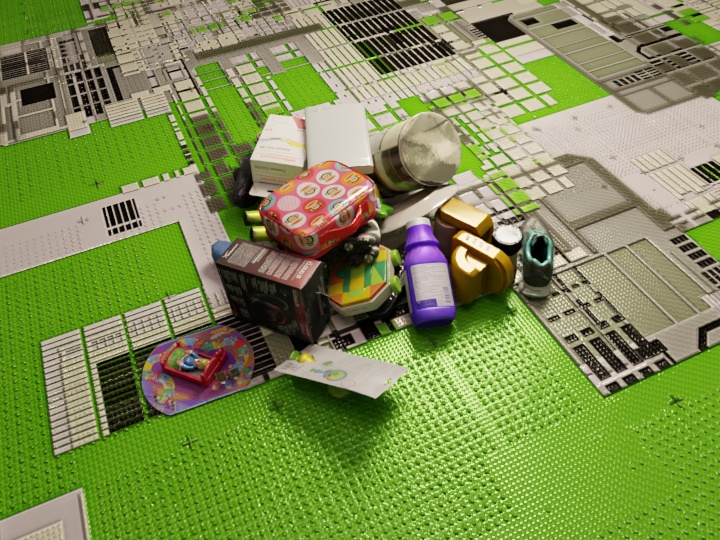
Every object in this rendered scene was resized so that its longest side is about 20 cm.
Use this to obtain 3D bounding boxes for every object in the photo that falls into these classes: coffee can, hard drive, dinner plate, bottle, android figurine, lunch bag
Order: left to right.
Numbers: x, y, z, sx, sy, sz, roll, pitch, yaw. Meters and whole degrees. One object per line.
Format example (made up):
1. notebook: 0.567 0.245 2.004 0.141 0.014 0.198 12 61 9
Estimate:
1. android figurine: -0.136 -0.092 1.332 0.199 0.041 0.182 -3 36 -25
2. lunch bag: -0.066 -0.110 1.173 0.200 0.082 0.176 -37 47 -25
3. hard drive: -0.048 -0.275 1.346 0.131 0.026 0.201 -5 52 -2
4. coffee can: 0.095 -0.236 1.346 0.146 0.147 0.200 -32 12 -24
5. dinner plate: 0.107 -0.132 1.311 0.200 0.024 0.200 -29 11 6
6. bottle: 0.121 0.003 1.186 0.083 0.065 0.201 -4 71 -12

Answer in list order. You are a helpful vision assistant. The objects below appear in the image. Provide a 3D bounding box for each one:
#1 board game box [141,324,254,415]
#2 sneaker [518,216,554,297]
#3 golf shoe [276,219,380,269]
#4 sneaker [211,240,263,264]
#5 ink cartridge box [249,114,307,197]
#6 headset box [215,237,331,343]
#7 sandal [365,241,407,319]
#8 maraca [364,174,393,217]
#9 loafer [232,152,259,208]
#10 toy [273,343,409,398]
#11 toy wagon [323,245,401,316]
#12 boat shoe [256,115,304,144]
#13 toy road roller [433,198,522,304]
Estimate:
1. board game box: -0.289 0.159 1.130 0.199 0.039 0.158 -18 48 -13
2. sneaker: 0.347 -0.045 1.249 0.077 0.091 0.201 3 46 6
3. golf shoe: -0.058 -0.052 1.231 0.199 0.077 0.088 -2 41 11
4. sneaker: -0.211 -0.023 1.266 0.199 0.089 0.079 21 50 22
5. ink cartridge box: -0.163 -0.243 1.377 0.116 0.068 0.201 8 51 6
6. headset box: -0.145 0.039 1.156 0.199 0.149 0.075 16 49 22
7. sandal: 0.075 0.015 1.248 0.075 0.048 0.201 30 68 27
8. maraca: -0.015 -0.146 1.321 0.137 0.107 0.200 -8 28 -25
9. loafer: -0.257 -0.207 1.464 0.070 0.068 0.201 -2 41 13
10. toy: -0.033 0.180 1.080 0.199 0.047 0.115 13 24 29
11. toy wagon: 0.000 0.000 1.230 0.154 0.040 0.201 -15 44 18
12. boat shoe: -0.167 -0.344 1.587 0.200 0.065 0.071 -34 53 -26
13. toy road roller: 0.201 -0.029 1.220 0.200 0.123 0.146 32 56 29
